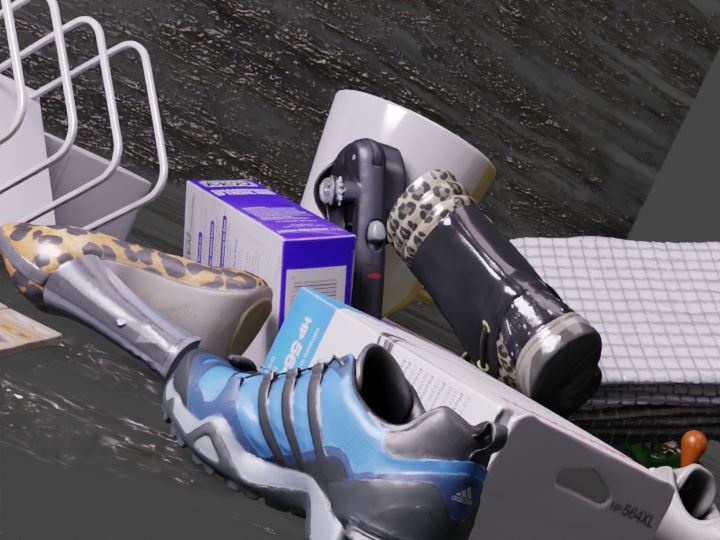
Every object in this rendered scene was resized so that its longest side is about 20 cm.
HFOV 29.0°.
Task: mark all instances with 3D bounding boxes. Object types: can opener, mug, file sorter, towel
[{"bbox_3d":[0.000,0.000,1.042,0.078,0.202,0.063,7,-6,-24],"label":"can opener"},{"bbox_3d":[0.030,-0.038,1.157,0.185,0.154,0.149,27,-6,-10],"label":"mug"},{"bbox_3d":[-0.241,-0.111,0.924,0.124,0.140,0.199,-24,-24,25],"label":"file sorter"},{"bbox_3d":[0.206,0.053,1.084,0.198,0.086,0.167,0,44,-9],"label":"towel"}]

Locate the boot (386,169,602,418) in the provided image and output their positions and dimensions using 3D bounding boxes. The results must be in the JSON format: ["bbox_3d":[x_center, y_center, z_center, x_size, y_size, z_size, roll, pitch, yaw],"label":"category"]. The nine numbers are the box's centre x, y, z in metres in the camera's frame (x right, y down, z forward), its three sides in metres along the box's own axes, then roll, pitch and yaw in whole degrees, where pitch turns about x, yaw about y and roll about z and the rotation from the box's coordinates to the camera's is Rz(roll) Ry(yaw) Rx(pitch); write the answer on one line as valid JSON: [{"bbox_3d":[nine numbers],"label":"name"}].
[{"bbox_3d":[0.087,0.029,0.922,0.154,0.073,0.204,51,-11,20],"label":"boot"}]

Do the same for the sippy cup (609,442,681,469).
[{"bbox_3d":[0.196,0.102,1.172,0.177,0.131,0.140,33,-31,-7],"label":"sippy cup"}]

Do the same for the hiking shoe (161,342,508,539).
[{"bbox_3d":[-0.013,0.070,0.616,0.074,0.087,0.199,24,3,-45],"label":"hiking shoe"}]

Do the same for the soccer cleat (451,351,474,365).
[{"bbox_3d":[0.077,0.100,1.044,0.064,0.084,0.200,26,2,17],"label":"soccer cleat"}]

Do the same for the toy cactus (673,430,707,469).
[{"bbox_3d":[0.177,0.158,0.975,0.163,0.103,0.200,17,11,-2],"label":"toy cactus"}]

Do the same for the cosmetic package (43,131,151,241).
[{"bbox_3d":[-0.279,-0.079,1.124,0.112,0.082,0.200,25,2,31],"label":"cosmetic package"}]

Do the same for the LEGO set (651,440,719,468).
[{"bbox_3d":[0.319,0.173,1.355,0.115,0.156,0.200,9,-10,15],"label":"LEGO set"}]

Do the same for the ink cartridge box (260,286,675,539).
[{"bbox_3d":[0.050,0.097,0.772,0.145,0.085,0.200,27,2,-36],"label":"ink cartridge box"}]

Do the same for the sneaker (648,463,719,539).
[{"bbox_3d":[0.172,0.151,0.842,0.075,0.093,0.200,25,2,-32],"label":"sneaker"}]

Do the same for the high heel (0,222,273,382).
[{"bbox_3d":[-0.135,0.004,0.881,0.142,0.072,0.200,33,12,11],"label":"high heel"}]

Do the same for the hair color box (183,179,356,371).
[{"bbox_3d":[-0.074,0.003,1.058,0.064,0.111,0.200,-4,17,-28],"label":"hair color box"}]

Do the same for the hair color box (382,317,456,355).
[{"bbox_3d":[0.007,0.072,1.211,0.101,0.062,0.200,26,3,20],"label":"hair color box"}]

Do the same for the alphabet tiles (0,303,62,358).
[{"bbox_3d":[-0.237,0.001,0.646,0.166,0.008,0.200,27,1,2],"label":"alphabet tiles"}]
